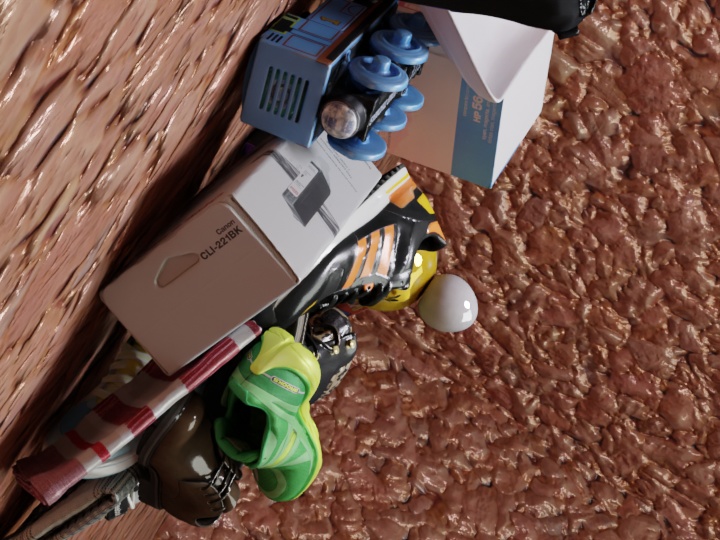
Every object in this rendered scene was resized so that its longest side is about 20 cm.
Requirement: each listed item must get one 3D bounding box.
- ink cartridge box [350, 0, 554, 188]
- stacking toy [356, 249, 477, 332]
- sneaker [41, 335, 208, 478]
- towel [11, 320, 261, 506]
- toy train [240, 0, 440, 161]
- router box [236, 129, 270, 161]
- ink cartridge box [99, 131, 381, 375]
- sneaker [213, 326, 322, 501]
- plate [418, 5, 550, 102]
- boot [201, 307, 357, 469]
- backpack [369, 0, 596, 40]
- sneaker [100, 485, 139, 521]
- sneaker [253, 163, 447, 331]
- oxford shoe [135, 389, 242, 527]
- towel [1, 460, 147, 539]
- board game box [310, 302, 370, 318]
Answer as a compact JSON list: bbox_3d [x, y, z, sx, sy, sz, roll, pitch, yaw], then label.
[{"bbox_3d":[0.053,-0.184,1.535,0.125,0.200,0.129,95,21,-44],"label":"ink cartridge box"},{"bbox_3d":[0.017,-0.016,1.508,0.146,0.200,0.146,-56,173,-11],"label":"stacking toy"},{"bbox_3d":[-0.184,0.078,1.438,0.200,0.079,0.131,-37,145,-52],"label":"sneaker"},{"bbox_3d":[-0.171,0.100,1.320,0.200,0.023,0.144,-39,-169,-15],"label":"towel"},{"bbox_3d":[-0.011,-0.154,1.327,0.200,0.114,0.087,-56,166,-59],"label":"toy train"},{"bbox_3d":[-0.072,-0.095,1.624,0.149,0.051,0.200,-61,176,36],"label":"router box"},{"bbox_3d":[-0.086,-0.028,1.316,0.144,0.084,0.200,-35,-171,30],"label":"ink cartridge box"},{"bbox_3d":[-0.078,0.120,1.370,0.084,0.074,0.200,-36,150,-24],"label":"sneaker"},{"bbox_3d":[0.074,-0.243,1.378,0.032,0.200,0.200,-23,-165,28],"label":"plate"},{"bbox_3d":[-0.061,0.067,1.501,0.151,0.073,0.200,-33,147,-51],"label":"boot"},{"bbox_3d":[0.096,-0.282,1.211,0.135,0.182,0.200,70,37,-66],"label":"backpack"},{"bbox_3d":[-0.240,0.207,1.698,0.200,0.088,0.074,-56,179,-19],"label":"sneaker"},{"bbox_3d":[0.000,0.000,1.395,0.070,0.090,0.200,-30,-167,50],"label":"sneaker"},{"bbox_3d":[-0.128,0.148,1.397,0.073,0.084,0.200,-56,168,-23],"label":"oxford shoe"},{"bbox_3d":[-0.235,0.183,1.532,0.200,0.035,0.193,-36,-171,32],"label":"towel"},{"bbox_3d":[-0.050,0.032,1.637,0.200,0.019,0.103,-24,-159,35],"label":"board game box"}]
